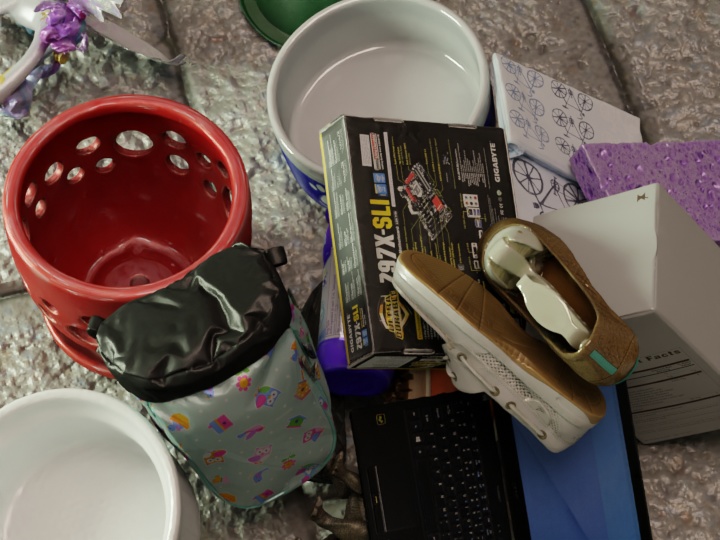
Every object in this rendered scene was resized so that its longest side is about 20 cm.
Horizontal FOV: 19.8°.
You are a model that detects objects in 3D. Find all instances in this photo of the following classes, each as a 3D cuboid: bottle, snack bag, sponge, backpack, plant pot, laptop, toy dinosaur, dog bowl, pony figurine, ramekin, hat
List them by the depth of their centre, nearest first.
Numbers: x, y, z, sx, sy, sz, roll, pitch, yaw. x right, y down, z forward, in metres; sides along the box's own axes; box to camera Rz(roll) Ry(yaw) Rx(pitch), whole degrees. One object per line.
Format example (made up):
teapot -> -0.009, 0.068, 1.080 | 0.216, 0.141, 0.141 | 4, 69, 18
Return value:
backpack -> -0.102, 0.091, 1.609 | 0.167, 0.200, 0.127 | -24, 50, 2
ramekin -> -0.222, 0.200, 1.610 | 0.200, 0.098, 0.201 | -4, 72, 13
laptop -> 0.112, 0.179, 1.621 | 0.200, 0.103, 0.178 | -8, 86, -26
toy dinosaur -> 0.007, 0.206, 1.653 | 0.102, 0.077, 0.200 | 25, 68, -7
bottle -> 0.000, 0.000, 1.705 | 0.065, 0.084, 0.201 | 2, 68, 2
plant pot -> -0.190, -0.016, 1.716 | 0.200, 0.183, 0.201 | 1, 57, -2
snack bag -> 0.192, -0.079, 1.802 | 0.188, 0.021, 0.200 | 22, 50, -34
sponge -> 0.286, -0.063, 1.809 | 0.200, 0.030, 0.112 | -5, 57, -34
dog bowl -> 0.020, -0.146, 1.844 | 0.200, 0.079, 0.201 | -5, 61, 8
pony figurine -> -0.278, -0.231, 1.877 | 0.200, 0.167, 0.193 | -46, 62, -8
hat -> -0.019, -0.323, 1.909 | 0.200, 0.176, 0.166 | -32, 65, -19

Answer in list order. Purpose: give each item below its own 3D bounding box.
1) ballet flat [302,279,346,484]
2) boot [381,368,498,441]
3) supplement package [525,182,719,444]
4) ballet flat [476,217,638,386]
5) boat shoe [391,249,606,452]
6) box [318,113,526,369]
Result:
ballet flat -> -0.030, 0.089, 1.747 | 0.057, 0.066, 0.200 | 31, 55, -31
boot -> 0.079, 0.050, 1.724 | 0.107, 0.075, 0.201 | 9, 71, -18
supplement package -> 0.236, 0.038, 1.678 | 0.120, 0.200, 0.122 | -15, 52, 32
ballet flat -> 0.137, 0.013, 1.575 | 0.068, 0.072, 0.200 | -48, 47, 13
boat shoe -> 0.094, 0.067, 1.589 | 0.200, 0.069, 0.071 | 41, 27, 2
box -> 0.055, -0.022, 1.664 | 0.159, 0.049, 0.201 | 1, 73, -30
